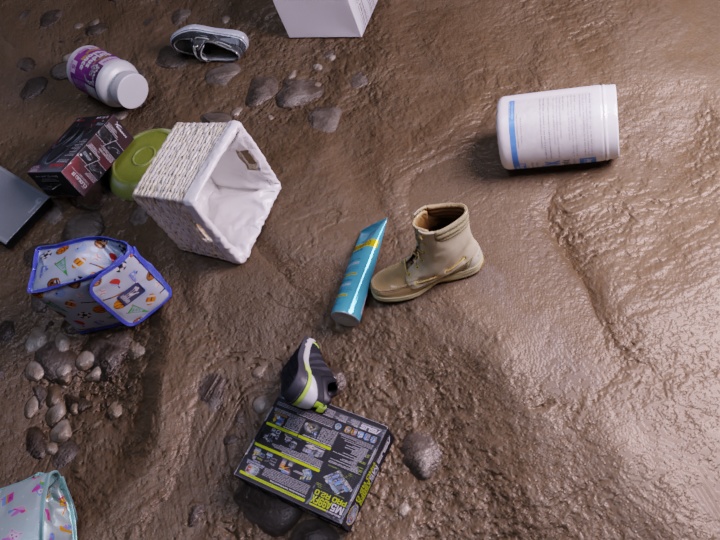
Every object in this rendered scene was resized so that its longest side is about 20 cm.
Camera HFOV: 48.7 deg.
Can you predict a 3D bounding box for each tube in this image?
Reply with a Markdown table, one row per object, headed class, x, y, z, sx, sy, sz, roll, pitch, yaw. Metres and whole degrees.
| class | x | y | z | sx | sy | sz | roll | pitch | yaw |
| --- | --- | --- | --- | --- | --- | --- | --- | --- | --- |
| tube | 0.000 | 0.000 | 1.387 | 0.077 | 0.050 | 0.200 | -18 | 45 | 45 |

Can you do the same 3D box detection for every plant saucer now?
| class | x | y | z | sx | sy | sz | roll | pitch | yaw |
| --- | --- | --- | --- | --- | --- | --- | --- | --- | --- |
| plant saucer | -0.463 | -0.239 | 1.726 | 0.200 | 0.031 | 0.200 | -10 | 55 | 14 |

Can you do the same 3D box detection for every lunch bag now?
| class | x | y | z | sx | sy | sz | roll | pitch | yaw |
| --- | --- | --- | --- | --- | --- | --- | --- | --- | --- |
| lunch bag | -0.471 | 0.024 | 1.459 | 0.200 | 0.170 | 0.124 | -12 | 57 | 10 |
| lunch bag | -0.536 | 0.427 | 1.238 | 0.170 | 0.122 | 0.200 | -21 | 58 | 5 |

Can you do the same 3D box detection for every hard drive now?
| class | x | y | z | sx | sy | sz | roll | pitch | yaw |
| --- | --- | --- | --- | --- | --- | --- | --- | --- | --- |
| hard drive | -0.793 | -0.148 | 1.745 | 0.200 | 0.033 | 0.140 | 30 | 69 | 15 |

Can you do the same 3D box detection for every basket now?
| class | x | y | z | sx | sy | sz | roll | pitch | yaw |
| --- | --- | --- | --- | --- | --- | --- | --- | --- | --- |
| basket | -0.285 | -0.148 | 1.500 | 0.161 | 0.198 | 0.200 | 7 | 60 | 28 |

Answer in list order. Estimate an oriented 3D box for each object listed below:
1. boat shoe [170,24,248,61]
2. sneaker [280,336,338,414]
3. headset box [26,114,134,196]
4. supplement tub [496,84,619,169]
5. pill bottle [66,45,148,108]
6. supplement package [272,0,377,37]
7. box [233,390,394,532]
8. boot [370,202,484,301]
| class | x | y | z | sx | sy | sz | roll | pitch | yaw |
| --- | --- | --- | --- | --- | --- | --- | --- | --- | --- |
| boat shoe | -0.362 | -0.526 | 1.860 | 0.200 | 0.072 | 0.071 | 4 | 54 | 19 |
| sneaker | -0.078 | 0.174 | 1.262 | 0.072 | 0.083 | 0.200 | -55 | 10 | 15 |
| headset box | -0.610 | -0.241 | 1.720 | 0.149 | 0.077 | 0.200 | 6 | 52 | 41 |
| supplement tub | 0.344 | -0.249 | 1.388 | 0.200 | 0.132 | 0.132 | -3 | 56 | 18 |
| pill bottle | -0.588 | -0.448 | 1.862 | 0.200 | 0.112 | 0.112 | 29 | 70 | 33 |
| supplement package | -0.070 | -0.648 | 1.795 | 0.191 | 0.147 | 0.200 | 7 | 60 | 23 |
| box | -0.071 | 0.284 | 1.221 | 0.200 | 0.044 | 0.160 | 15 | 64 | 28 |
| boot | 0.095 | -0.030 | 1.307 | 0.200 | 0.155 | 0.073 | -17 | 53 | 8 |
